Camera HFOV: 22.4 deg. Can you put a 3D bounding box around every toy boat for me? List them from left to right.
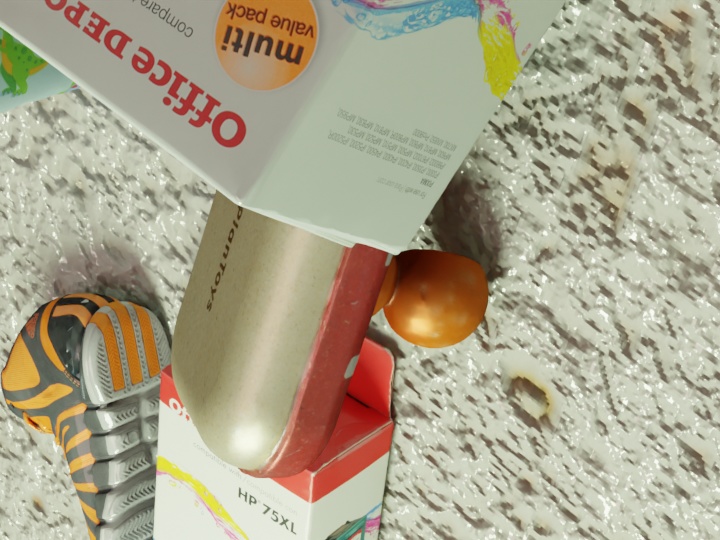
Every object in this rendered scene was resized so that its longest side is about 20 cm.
[{"bbox_3d":[0.000,0.000,0.838,0.201,0.130,0.131,-71,24,14],"label":"toy boat"}]

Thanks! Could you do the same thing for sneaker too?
[{"bbox_3d":[-0.155,0.108,1.094,0.112,0.077,0.202,7,107,47],"label":"sneaker"}]

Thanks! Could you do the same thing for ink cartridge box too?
[{"bbox_3d":[-0.050,0.113,0.985,0.116,0.067,0.201,29,130,31],"label":"ink cartridge box"},{"bbox_3d":[-0.012,-0.131,0.686,0.145,0.144,0.201,36,100,24],"label":"ink cartridge box"}]

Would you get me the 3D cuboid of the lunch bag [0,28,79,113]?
[{"bbox_3d":[-0.236,-0.162,0.937,0.199,0.169,0.128,26,124,35],"label":"lunch bag"}]
